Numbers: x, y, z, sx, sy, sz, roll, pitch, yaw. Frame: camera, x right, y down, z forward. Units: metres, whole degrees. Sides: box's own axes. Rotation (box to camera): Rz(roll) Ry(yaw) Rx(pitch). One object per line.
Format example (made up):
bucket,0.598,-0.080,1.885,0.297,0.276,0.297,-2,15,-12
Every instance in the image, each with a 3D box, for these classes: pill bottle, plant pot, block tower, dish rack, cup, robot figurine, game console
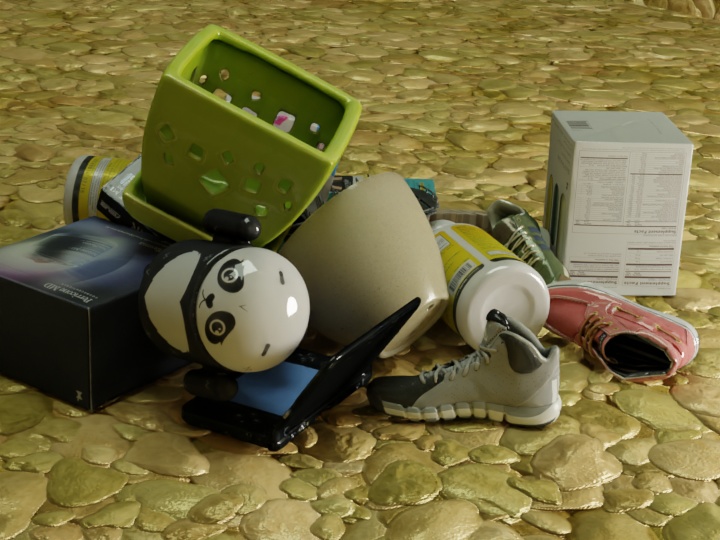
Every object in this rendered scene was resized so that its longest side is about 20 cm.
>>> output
pill bottle,-0.276,-0.087,1.913,0.200,0.111,0.111,6,21,10
plant pot,-0.133,-0.121,1.575,0.200,0.182,0.199,27,26,-3
block tower,0.133,-0.050,1.892,0.200,0.058,0.054,3,8,-31
dish rack,-0.008,-0.075,1.793,0.200,0.055,0.153,-18,20,-9
cup,0.015,0.011,1.623,0.200,0.200,0.143,-21,63,-46
robot figurine,-0.138,0.032,1.422,0.125,0.150,0.200,-38,27,-29
pill bottle,0.128,0.012,1.704,0.112,0.113,0.200,-5,22,-20
game console,-0.059,0.088,1.478,0.176,0.117,0.200,14,23,26

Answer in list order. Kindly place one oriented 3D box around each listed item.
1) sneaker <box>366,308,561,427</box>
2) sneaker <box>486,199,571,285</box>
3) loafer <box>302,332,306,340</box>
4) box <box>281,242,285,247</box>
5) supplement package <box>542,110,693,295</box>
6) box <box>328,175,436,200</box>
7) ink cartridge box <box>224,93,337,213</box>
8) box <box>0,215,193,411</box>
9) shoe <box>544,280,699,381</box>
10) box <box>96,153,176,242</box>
sneaker,0.108,0.091,1.490,0.200,0.116,0.075,3,21,-1
sneaker,0.196,-0.023,1.804,0.090,0.067,0.200,41,18,-20
loafer,-0.096,0.044,1.559,0.071,0.073,0.200,-18,8,-21
box,-0.045,-0.051,1.914,0.200,0.049,0.082,-1,21,-10
supplement package,0.320,-0.088,1.865,0.150,0.200,0.152,1,21,-4
box,0.005,-0.099,2.067,0.200,0.049,0.082,2,21,-2
ink cartridge box,-0.128,-0.156,1.867,0.200,0.115,0.068,15,20,-8
box,-0.286,0.039,1.571,0.200,0.123,0.198,17,26,33
shoe,0.272,0.067,1.636,0.200,0.072,0.091,18,20,24
box,-0.179,-0.091,1.699,0.160,0.044,0.200,39,56,5
